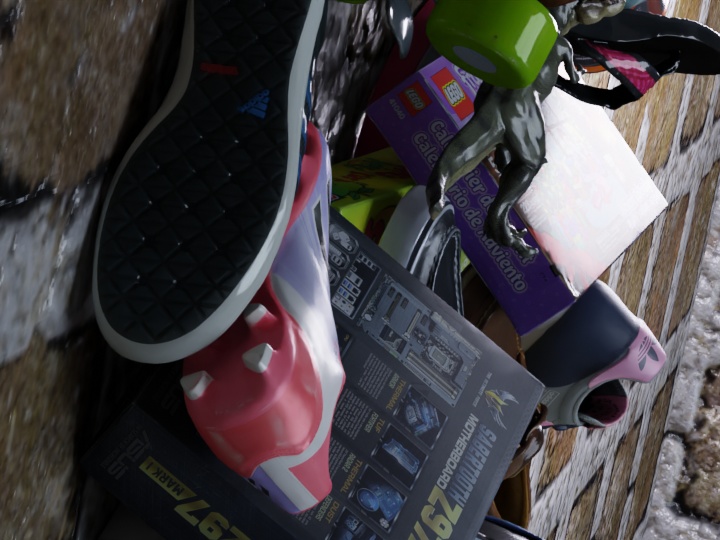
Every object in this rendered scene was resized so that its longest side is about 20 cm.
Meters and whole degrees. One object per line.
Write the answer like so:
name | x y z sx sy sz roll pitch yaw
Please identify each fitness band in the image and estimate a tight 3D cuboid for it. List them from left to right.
fitness band | 0.033 -0.070 1.638 0.200 0.037 0.144 -55 158 -57

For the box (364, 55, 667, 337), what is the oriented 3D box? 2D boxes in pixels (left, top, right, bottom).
box | 0.084 -0.057 1.514 0.039 0.137 0.200 -34 -178 24

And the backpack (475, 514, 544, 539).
backpack | 0.000 0.185 1.360 0.183 0.199 0.135 -63 162 -51

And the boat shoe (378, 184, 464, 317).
boat shoe | 0.034 0.059 1.423 0.072 0.068 0.201 -32 134 -62

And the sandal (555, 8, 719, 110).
sandal | 0.115 -0.110 1.518 0.200 0.075 0.045 6 80 -47

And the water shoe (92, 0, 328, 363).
water shoe | -0.050 -0.048 1.187 0.079 0.071 0.201 77 30 -70

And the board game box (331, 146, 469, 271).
board game box | 0.000 0.000 1.460 0.200 0.047 0.102 -21 125 -66

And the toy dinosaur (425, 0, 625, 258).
toy dinosaur | 0.069 -0.062 1.368 0.088 0.047 0.200 84 29 -43

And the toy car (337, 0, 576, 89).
toy car | 0.049 -0.166 1.372 0.165 0.157 0.200 -61 177 -12

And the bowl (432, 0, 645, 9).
bowl | 0.123 -0.213 1.536 0.201 0.105 0.202 -160 -90 -76

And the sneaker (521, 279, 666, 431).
sneaker | 0.100 0.070 1.628 0.070 0.082 0.200 -54 180 -29

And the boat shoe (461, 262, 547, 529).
boat shoe | 0.067 0.071 1.529 0.072 0.067 0.200 -49 156 -33

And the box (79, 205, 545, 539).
box | -0.015 0.066 1.270 0.051 0.158 0.200 -46 -172 36

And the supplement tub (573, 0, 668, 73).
supplement tub | 0.134 -0.182 1.793 0.200 0.106 0.107 54 51 -74

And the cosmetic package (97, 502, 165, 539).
cosmetic package | -0.074 0.139 1.253 0.200 0.082 0.051 -61 161 -53

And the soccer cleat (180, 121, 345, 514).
soccer cleat | -0.036 0.013 1.218 0.200 0.066 0.077 -88 154 -53
